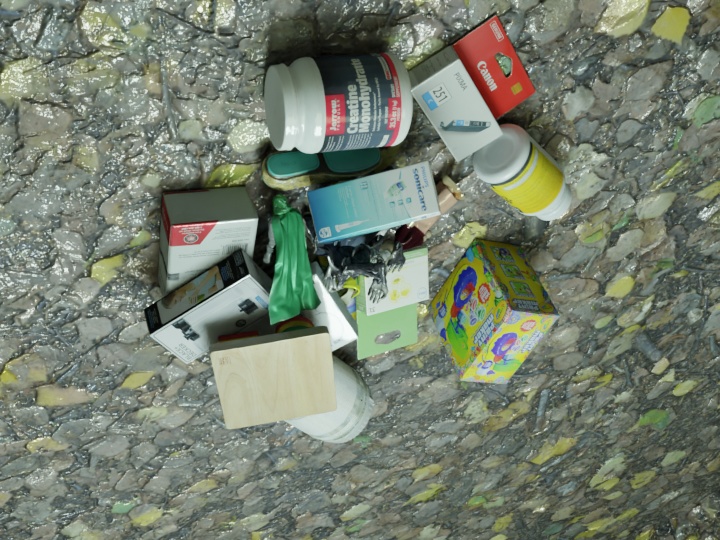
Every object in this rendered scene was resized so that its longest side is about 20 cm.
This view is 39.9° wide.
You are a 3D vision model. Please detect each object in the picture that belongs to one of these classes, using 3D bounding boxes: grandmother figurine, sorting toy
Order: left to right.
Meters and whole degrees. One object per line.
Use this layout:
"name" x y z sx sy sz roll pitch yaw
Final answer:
"sorting toy" -0.147 0.167 1.694 0.196 0.070 0.201 -9 133 -6
"grandmother figurine" 0.099 -0.077 1.762 0.200 0.061 0.121 -45 148 2

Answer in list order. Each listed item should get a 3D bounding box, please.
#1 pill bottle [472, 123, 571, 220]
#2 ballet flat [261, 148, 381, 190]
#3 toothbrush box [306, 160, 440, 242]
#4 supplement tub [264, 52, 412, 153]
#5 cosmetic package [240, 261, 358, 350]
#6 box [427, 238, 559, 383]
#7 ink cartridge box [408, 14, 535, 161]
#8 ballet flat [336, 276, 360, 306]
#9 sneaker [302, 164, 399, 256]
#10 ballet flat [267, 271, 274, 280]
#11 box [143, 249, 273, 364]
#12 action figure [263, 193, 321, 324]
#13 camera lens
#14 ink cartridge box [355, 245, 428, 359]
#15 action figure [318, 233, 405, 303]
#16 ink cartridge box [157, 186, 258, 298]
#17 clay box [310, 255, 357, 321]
"pill bottle" 0.293 -0.166 1.751 0.112 0.113 0.199 -39 137 18
"ballet flat" -0.065 -0.169 1.611 0.198 0.071 0.071 -11 138 -17
"toothbrush box" 0.026 -0.107 1.591 0.198 0.086 0.146 -13 180 7
"supplement tub" -0.033 -0.250 1.484 0.198 0.141 0.141 -8 137 -18
"cosmetic package" -0.124 0.095 1.740 0.199 0.052 0.151 -28 115 12
"box" 0.255 0.081 1.937 0.121 0.194 0.201 7 131 -31
"ink cartridge box" 0.188 -0.292 1.619 0.175 0.045 0.200 -32 139 11
"ballet flat" -0.070 0.071 1.796 0.066 0.067 0.200 24 122 -41
"sneaker" -0.016 -0.099 1.703 0.145 0.077 0.203 1 135 -30
"ballet flat" -0.228 0.052 1.784 0.198 0.071 0.071 -19 140 -4
"box" -0.245 0.063 1.653 0.199 0.060 0.117 -30 141 8
"action figure" -0.120 -0.026 1.614 0.118 0.054 0.202 -24 117 -48
"camera lens" -0.086 0.243 1.975 0.159 0.161 0.200 -35 139 14
"ink cartridge box" 0.059 0.062 1.851 0.144 0.048 0.202 -13 108 -30
"action figure" 0.000 0.000 1.629 0.200 0.118 0.103 -21 129 -60
"ink cartridge box" -0.258 -0.034 1.653 0.143 0.084 0.201 -6 137 -21
"clay box" -0.023 0.044 1.876 0.198 0.048 0.115 14 127 -34
